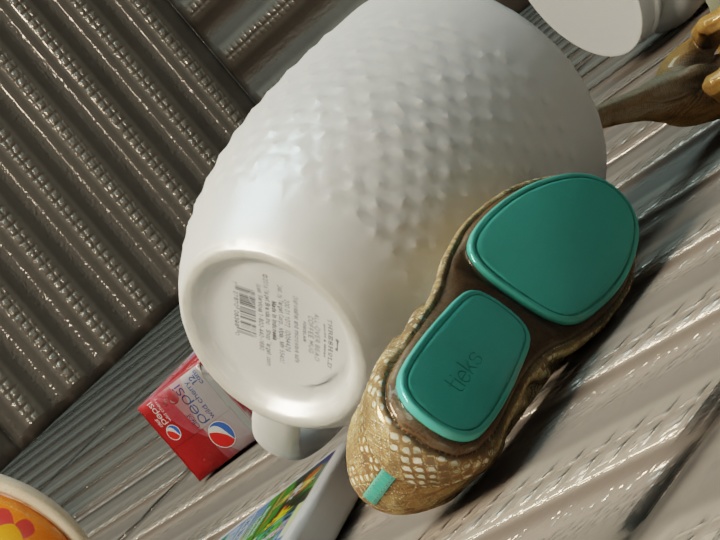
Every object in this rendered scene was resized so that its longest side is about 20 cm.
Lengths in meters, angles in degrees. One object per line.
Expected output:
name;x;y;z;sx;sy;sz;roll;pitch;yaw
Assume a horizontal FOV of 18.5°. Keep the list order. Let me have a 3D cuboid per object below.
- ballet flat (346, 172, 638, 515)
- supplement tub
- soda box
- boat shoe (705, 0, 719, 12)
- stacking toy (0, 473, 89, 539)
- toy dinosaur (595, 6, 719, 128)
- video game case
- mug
ballet flat;0.046;0.027;0.848;0.200;0.070;0.065;-41;-11;-50
supplement tub;0.215;-0.261;1.575;0.200;0.145;0.145;-43;5;-24
soda box;-0.062;0.052;1.445;0.070;0.064;0.200;-37;6;35
boat shoe;0.254;-0.190;1.127;0.199;0.072;0.062;-29;-41;-5
stacking toy;-0.207;0.206;1.065;0.146;0.146;0.201;-38;25;26
toy dinosaur;0.152;-0.085;1.034;0.199;0.061;0.106;-18;-15;-38
video game case;-0.084;0.161;0.908;0.182;0.022;0.200;-39;5;20
mug;0.000;0.000;0.966;0.175;0.147;0.201;-48;-19;-45
